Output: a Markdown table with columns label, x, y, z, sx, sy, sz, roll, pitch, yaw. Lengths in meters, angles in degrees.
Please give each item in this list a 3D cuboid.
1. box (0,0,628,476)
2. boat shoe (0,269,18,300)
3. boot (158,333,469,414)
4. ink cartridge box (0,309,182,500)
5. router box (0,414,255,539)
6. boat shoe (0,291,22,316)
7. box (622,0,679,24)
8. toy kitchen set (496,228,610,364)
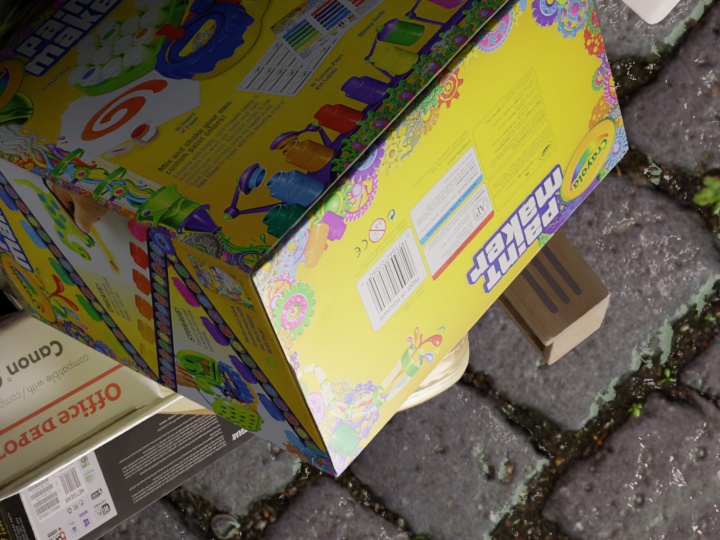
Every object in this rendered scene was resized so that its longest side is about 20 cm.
| label | x | y | z | sx | sy | sz | roll | pitch | yaw |
| --- | --- | --- | --- | --- | --- | --- | --- | --- | --- |
| box | -0.031 | -0.056 | 0.966 | 0.200 | 0.192 | 0.122 | -46 | 140 | -24 |
| boat shoe | -0.147 | -0.030 | 1.193 | 0.074 | 0.066 | 0.200 | -50 | 178 | 28 |
| boot | -0.035 | -0.005 | 1.145 | 0.073 | 0.199 | 0.156 | -101 | -164 | -51 |
| ink cartridge box | -0.177 | 0.065 | 1.112 | 0.116 | 0.068 | 0.200 | -31 | -171 | -37 |
| router box | -0.174 | 0.112 | 1.272 | 0.157 | 0.052 | 0.200 | -14 | -171 | 35 |
| boat shoe | -0.178 | 0.013 | 1.286 | 0.200 | 0.071 | 0.064 | -47 | 179 | -7 |
| box | 0.198 | -0.314 | 1.516 | 0.171 | 0.200 | 0.199 | -50 | 180 | -40 |
| toy kitchen set | 0.000 | 0.000 | 1.236 | 0.200 | 0.181 | 0.163 | -37 | 168 | -7 |
